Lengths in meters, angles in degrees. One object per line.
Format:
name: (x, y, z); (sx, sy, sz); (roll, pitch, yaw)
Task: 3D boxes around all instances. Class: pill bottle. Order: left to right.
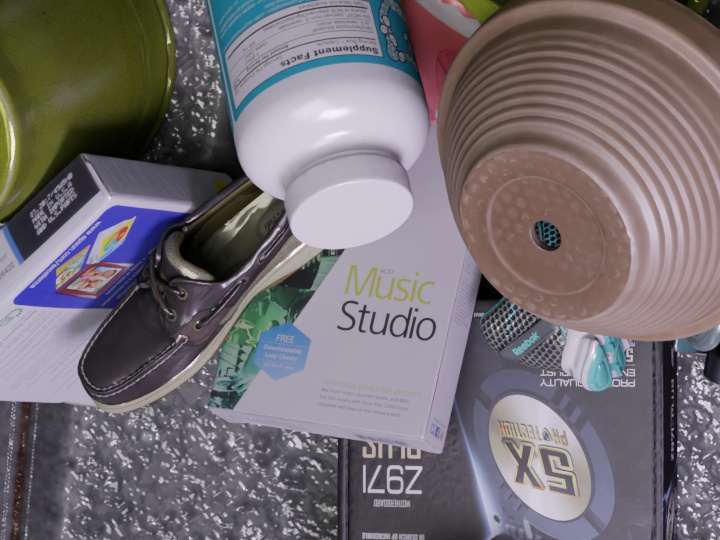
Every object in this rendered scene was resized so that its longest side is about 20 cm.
pill bottle: (-0.024, -0.115, 1.403); (0.110, 0.111, 0.201); (-24, 60, 20)

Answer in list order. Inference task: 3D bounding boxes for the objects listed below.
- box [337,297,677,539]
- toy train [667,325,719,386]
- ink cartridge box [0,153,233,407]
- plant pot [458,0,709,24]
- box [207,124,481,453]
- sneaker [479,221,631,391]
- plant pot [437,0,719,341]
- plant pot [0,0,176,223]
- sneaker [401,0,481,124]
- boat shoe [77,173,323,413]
box: (0.090, 0.098, 1.521); (0.198, 0.086, 0.165); (1, 90, 14)
toy train: (0.209, -0.039, 1.379); (0.085, 0.114, 0.202); (1, 106, -18)
ink cartridge box: (-0.165, 0.010, 1.537); (0.197, 0.200, 0.047); (-42, 68, 22)
plant pot: (0.119, -0.230, 1.365); (0.180, 0.200, 0.200); (25, 116, 10)
box: (0.000, 0.000, 1.486); (0.143, 0.036, 0.202); (6, 73, 24)
sneaker: (0.120, -0.031, 1.455); (0.091, 0.201, 0.078); (6, 155, 20)
plant pot: (0.116, -0.039, 1.281); (0.200, 0.093, 0.202); (18, 127, 24)
plant pot: (-0.232, -0.107, 1.491); (0.199, 0.193, 0.202); (5, 111, 12)
sneaker: (0.070, -0.109, 1.455); (0.200, 0.074, 0.087); (44, 113, 30)
boat shoe: (-0.096, 0.000, 1.470); (0.201, 0.066, 0.072); (-40, 57, 5)
